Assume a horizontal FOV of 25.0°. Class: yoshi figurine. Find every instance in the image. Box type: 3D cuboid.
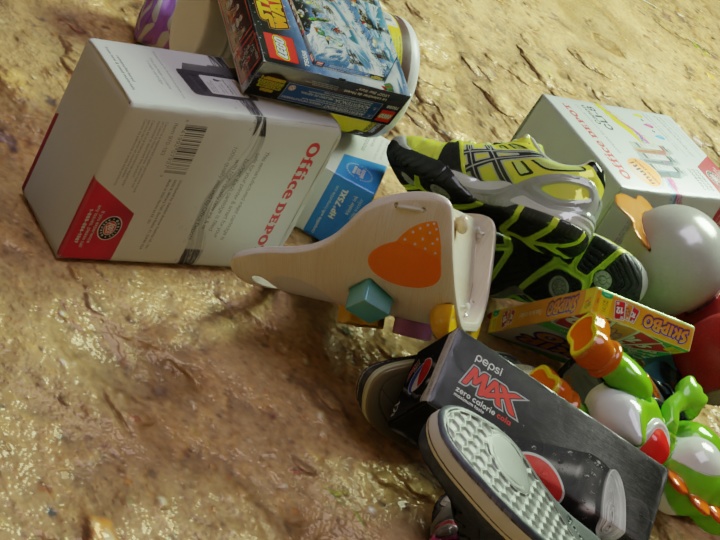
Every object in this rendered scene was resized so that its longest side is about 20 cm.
[{"bbox_3d":[0.219,0.125,1.262,0.200,0.112,0.112,42,53,-14],"label":"yoshi figurine"}]

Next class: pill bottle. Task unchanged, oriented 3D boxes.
[{"bbox_3d":[-0.056,-0.185,1.368,0.198,0.110,0.110,12,34,-30],"label":"pill bottle"}]

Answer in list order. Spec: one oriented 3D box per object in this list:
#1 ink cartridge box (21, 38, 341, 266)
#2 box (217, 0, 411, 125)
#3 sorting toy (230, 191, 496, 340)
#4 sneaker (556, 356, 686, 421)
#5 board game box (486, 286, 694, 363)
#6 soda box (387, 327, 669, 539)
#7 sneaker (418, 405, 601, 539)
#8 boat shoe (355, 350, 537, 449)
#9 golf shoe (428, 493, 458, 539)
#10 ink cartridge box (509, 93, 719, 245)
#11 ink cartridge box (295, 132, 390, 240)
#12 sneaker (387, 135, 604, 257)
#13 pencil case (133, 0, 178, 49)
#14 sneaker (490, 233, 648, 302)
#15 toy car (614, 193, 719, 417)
[{"bbox_3d":[-0.135,-0.084,1.239,0.199,0.146,0.084,3,39,-42],"label":"ink cartridge box"},{"bbox_3d":[-0.048,-0.212,1.282,0.136,0.040,0.201,10,48,-33],"label":"box"},{"bbox_3d":[0.000,0.000,1.244,0.178,0.108,0.200,3,-2,14],"label":"sorting toy"},{"bbox_3d":[0.245,0.135,1.343,0.199,0.080,0.074,31,27,-5],"label":"sneaker"},{"bbox_3d":[0.185,0.051,1.358,0.095,0.030,0.200,21,-12,-18],"label":"board game box"},{"bbox_3d":[0.122,0.128,1.167,0.199,0.063,0.071,33,58,-13],"label":"soda box"},{"bbox_3d":[0.060,0.181,0.999,0.203,0.145,0.077,49,23,-28],"label":"sneaker"},{"bbox_3d":[0.070,0.095,1.253,0.199,0.072,0.066,4,16,-38],"label":"boat shoe"},{"bbox_3d":[0.142,0.207,1.135,0.199,0.073,0.092,29,27,-5],"label":"golf shoe"},{"bbox_3d":[0.241,-0.064,1.579,0.199,0.145,0.146,2,40,-41],"label":"ink cartridge box"},{"bbox_3d":[-0.077,-0.113,1.422,0.199,0.068,0.116,29,29,-4],"label":"ink cartridge box"},{"bbox_3d":[0.114,-0.076,1.364,0.199,0.077,0.076,23,-21,25],"label":"sneaker"},{"bbox_3d":[-0.115,-0.219,1.531,0.198,0.086,0.084,21,28,-19],"label":"pencil case"},{"bbox_3d":[0.166,-0.005,1.411,0.199,0.076,0.076,10,7,40],"label":"sneaker"},{"bbox_3d":[0.289,0.002,1.418,0.201,0.184,0.177,52,26,-12],"label":"toy car"}]
